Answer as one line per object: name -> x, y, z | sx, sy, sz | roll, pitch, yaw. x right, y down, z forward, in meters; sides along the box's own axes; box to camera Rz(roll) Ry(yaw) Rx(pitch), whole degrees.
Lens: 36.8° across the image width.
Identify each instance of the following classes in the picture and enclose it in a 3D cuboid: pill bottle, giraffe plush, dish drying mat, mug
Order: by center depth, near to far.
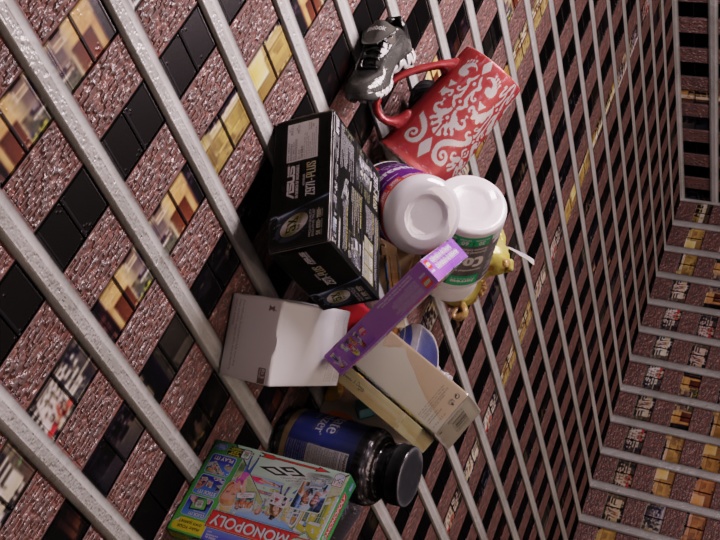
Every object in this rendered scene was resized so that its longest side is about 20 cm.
pill bottle -> -0.019, 0.268, 1.530 | 0.112, 0.199, 0.112 | -34, 129, -56
pill bottle -> 0.058, -0.095, 1.559 | 0.112, 0.200, 0.113 | -5, 105, -19
dish drying mat -> -0.008, 0.084, 1.643 | 0.200, 0.077, 0.018 | 44, 22, -60
mug -> 0.130, -0.241, 1.647 | 0.200, 0.133, 0.177 | -50, 137, 4
pill bottle -> 0.153, -0.044, 1.670 | 0.200, 0.113, 0.113 | 100, 16, -56
giraffe plush -> 0.181, -0.011, 1.926 | 0.162, 0.200, 0.173 | -54, 175, 24

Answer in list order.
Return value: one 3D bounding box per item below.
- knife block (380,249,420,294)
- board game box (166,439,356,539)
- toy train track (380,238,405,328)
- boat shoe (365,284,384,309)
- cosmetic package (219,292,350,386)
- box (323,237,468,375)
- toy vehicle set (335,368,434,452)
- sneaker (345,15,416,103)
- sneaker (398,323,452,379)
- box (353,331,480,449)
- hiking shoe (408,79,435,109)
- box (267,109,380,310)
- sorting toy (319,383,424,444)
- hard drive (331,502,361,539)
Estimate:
knife block -> 0.078, -0.055, 1.769 | 0.200, 0.064, 0.176 | -37, 131, -55
board game box -> -0.122, 0.290, 1.326 | 0.135, 0.199, 0.029 | -61, 147, -34
toy train track -> 0.042, -0.006, 1.701 | 0.114, 0.032, 0.201 | 3, 75, -35
boat shoe -> 0.000, 0.000, 1.617 | 0.200, 0.072, 0.071 | 78, 18, -53
cosmetic package -> -0.097, 0.095, 1.446 | 0.200, 0.081, 0.113 | 17, 84, -63
box -> 0.049, 0.047, 1.458 | 0.200, 0.039, 0.137 | -46, 175, 25
toy vehicle set -> 0.009, 0.179, 1.562 | 0.027, 0.200, 0.124 | -50, 148, -5
sneaker -> 0.023, -0.311, 1.563 | 0.200, 0.066, 0.091 | -54, 142, -49
sneaker -> 0.076, 0.170, 1.795 | 0.200, 0.115, 0.081 | 63, 37, -48
box -> 0.072, 0.164, 1.595 | 0.078, 0.200, 0.095 | -48, 153, -6
hiking shoe -> 0.127, -0.274, 1.802 | 0.200, 0.075, 0.101 | 50, 38, -60
box -> -0.043, -0.077, 1.406 | 0.164, 0.086, 0.201 | 48, 36, -54
sorting toy -> 0.050, 0.228, 1.683 | 0.200, 0.179, 0.107 | -16, 113, -63
hard drive -> -0.061, 0.381, 1.669 | 0.200, 0.042, 0.135 | -43, 136, -51
